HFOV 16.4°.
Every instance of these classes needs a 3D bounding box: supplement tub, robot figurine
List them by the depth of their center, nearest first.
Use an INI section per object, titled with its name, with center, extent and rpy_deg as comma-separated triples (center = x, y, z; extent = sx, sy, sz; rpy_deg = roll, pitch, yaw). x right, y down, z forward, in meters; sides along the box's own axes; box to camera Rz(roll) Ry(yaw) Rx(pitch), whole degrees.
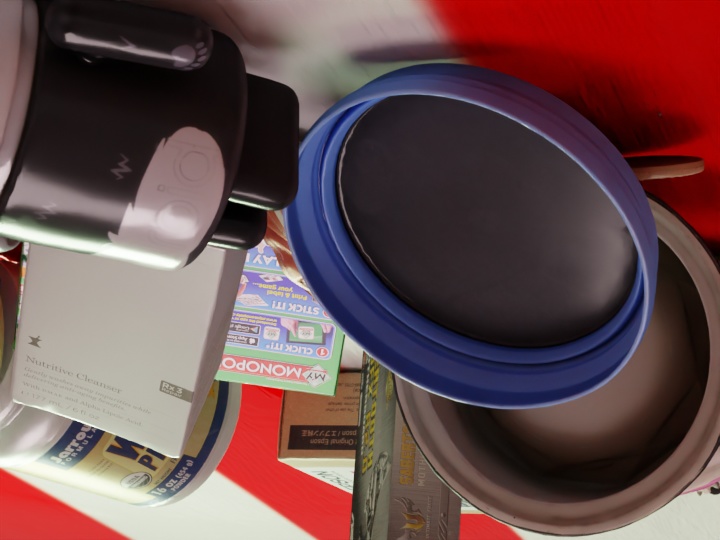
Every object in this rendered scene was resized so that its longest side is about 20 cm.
[robot figurine]
center = -0.131, -0.072, 1.210
extent = 0.200, 0.150, 0.125
rpy_deg = 12, -162, -20
[supplement tub]
center = -0.196, 0.075, 1.716
extent = 0.144, 0.144, 0.200
rpy_deg = -8, 159, 44

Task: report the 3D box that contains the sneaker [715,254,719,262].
[sneaker]
center = 0.155, 0.014, 1.465
extent = 0.200, 0.074, 0.084
rpy_deg = 5, 168, 8

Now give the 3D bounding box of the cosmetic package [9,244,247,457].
[cosmetic package]
center = -0.126, 0.005, 1.389
extent = 0.113, 0.081, 0.200
rpy_deg = 18, 141, 4

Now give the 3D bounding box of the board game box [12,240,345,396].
[board game box]
center = -0.103, 0.003, 1.490
extent = 0.200, 0.029, 0.135
rpy_deg = 9, 127, -3

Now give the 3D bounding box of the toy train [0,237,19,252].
[toy train]
center = -0.290, -0.029, 1.513
extent = 0.200, 0.087, 0.114
rpy_deg = -8, 167, 38

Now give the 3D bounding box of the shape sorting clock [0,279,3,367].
[shape sorting clock]
center = -0.298, 0.071, 1.642
extent = 0.200, 0.200, 0.039
rpy_deg = -8, 160, 43

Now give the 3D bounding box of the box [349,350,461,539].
[box]
center = 0.031, 0.109, 1.625
extent = 0.048, 0.200, 0.158
rpy_deg = 6, 165, -8

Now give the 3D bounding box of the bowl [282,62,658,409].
[bowl]
center = 0.058, -0.018, 1.275
extent = 0.201, 0.039, 0.201
rpy_deg = 16, 133, 18

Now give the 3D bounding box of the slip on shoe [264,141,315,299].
[slip on shoe]
center = 0.000, 0.000, 1.432
extent = 0.061, 0.074, 0.200
rpy_deg = -1, 142, 45

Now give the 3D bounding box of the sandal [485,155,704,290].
[sandal]
center = 0.087, -0.022, 1.332
extent = 0.212, 0.070, 0.078
rpy_deg = -1, -173, 29

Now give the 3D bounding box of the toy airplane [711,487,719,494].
[toy airplane]
center = 0.355, 0.163, 1.780
extent = 0.200, 0.141, 0.199
rpy_deg = 36, 166, 30

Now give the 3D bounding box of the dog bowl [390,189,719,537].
[dog bowl]
center = 0.122, 0.045, 1.392
extent = 0.200, 0.200, 0.074
rpy_deg = 1, -179, 21

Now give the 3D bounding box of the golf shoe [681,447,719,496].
[golf shoe]
center = 0.159, 0.091, 1.496
extent = 0.200, 0.075, 0.092
rpy_deg = -13, 112, 38

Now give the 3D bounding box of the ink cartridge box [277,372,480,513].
[ink cartridge box]
center = 0.055, 0.138, 1.953
extent = 0.165, 0.075, 0.200
rpy_deg = -3, 162, 31
